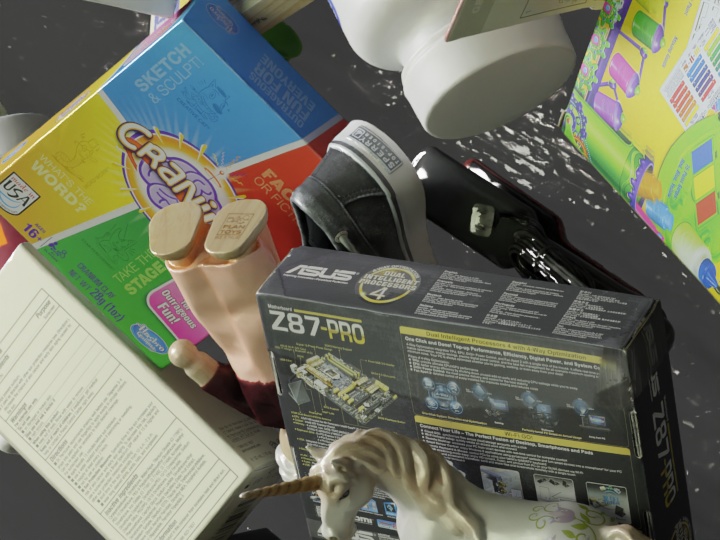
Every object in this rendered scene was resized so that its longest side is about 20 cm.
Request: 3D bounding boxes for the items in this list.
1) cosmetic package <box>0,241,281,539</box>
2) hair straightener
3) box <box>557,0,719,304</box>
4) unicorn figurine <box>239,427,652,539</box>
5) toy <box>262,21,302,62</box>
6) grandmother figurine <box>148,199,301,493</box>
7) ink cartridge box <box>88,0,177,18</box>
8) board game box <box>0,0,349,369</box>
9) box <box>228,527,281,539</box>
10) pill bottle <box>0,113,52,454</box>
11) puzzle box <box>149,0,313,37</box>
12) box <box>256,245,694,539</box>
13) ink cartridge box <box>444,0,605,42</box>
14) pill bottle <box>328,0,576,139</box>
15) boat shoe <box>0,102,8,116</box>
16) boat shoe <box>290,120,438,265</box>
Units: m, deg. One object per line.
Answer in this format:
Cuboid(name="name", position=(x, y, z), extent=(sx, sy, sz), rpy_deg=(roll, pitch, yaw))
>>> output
Cuboid(name="cosmetic package", position=(-0.148, 0.082, 1.628), extent=(0.200, 0.071, 0.105), rpy_deg=(44, 108, 13))
Cuboid(name="hair straightener", position=(0.081, -0.004, 1.342), extent=(0.200, 0.077, 0.041), rpy_deg=(45, 111, 42))
Cuboid(name="box", position=(0.205, -0.084, 1.088), extent=(0.193, 0.122, 0.200), rpy_deg=(52, 138, 35))
Cuboid(name="unicorn figurine", position=(0.056, 0.136, 1.295), extent=(0.074, 0.200, 0.138), rpy_deg=(-76, -18, -52))
Cuboid(name="toy", position=(-0.083, -0.068, 1.601), extent=(0.115, 0.047, 0.200), rpy_deg=(61, 139, 31))
Cuboid(name="grandmother figurine", position=(-0.045, 0.049, 1.512), extent=(0.121, 0.061, 0.200), rpy_deg=(6, 136, 33))
Cuboid(name="ink cartridge box", position=(-0.125, -0.251, 1.485), extent=(0.145, 0.087, 0.200), rpy_deg=(-119, 44, -73))
Cuboid(name="board game box", position=(-0.098, -0.049, 1.520), extent=(0.153, 0.040, 0.200), rpy_deg=(44, 130, -12))
Cuboid(name="box", position=(-0.029, 0.284, 1.633), extent=(0.193, 0.047, 0.200), rpy_deg=(32, 125, 47))
Cuboid(name="pill bottle", position=(-0.211, 0.008, 1.757), extent=(0.114, 0.114, 0.200), rpy_deg=(-39, 68, 54))
Cuboid(name="puzzle box", position=(-0.061, -0.193, 1.506), extent=(0.200, 0.025, 0.133), rpy_deg=(-24, 59, 57))
Cuboid(name="box", position=(0.056, 0.077, 1.323), extent=(0.200, 0.049, 0.161), rpy_deg=(8, 129, 28))
Cuboid(name="ink cartridge box", position=(0.125, -0.191, 1.125), extent=(0.045, 0.176, 0.200), rpy_deg=(56, 141, 29))
Cuboid(name="pill bottle", position=(0.028, -0.169, 1.340), extent=(0.200, 0.112, 0.112), rpy_deg=(64, 145, 19))
Cuboid(name="boat shoe", position=(-0.264, -0.026, 1.864), extent=(0.063, 0.074, 0.202), rpy_deg=(6, 110, 48))
Cuboid(name="boat shoe", position=(0.000, 0.000, 1.407), extent=(0.072, 0.068, 0.200), rpy_deg=(41, 164, 21))
